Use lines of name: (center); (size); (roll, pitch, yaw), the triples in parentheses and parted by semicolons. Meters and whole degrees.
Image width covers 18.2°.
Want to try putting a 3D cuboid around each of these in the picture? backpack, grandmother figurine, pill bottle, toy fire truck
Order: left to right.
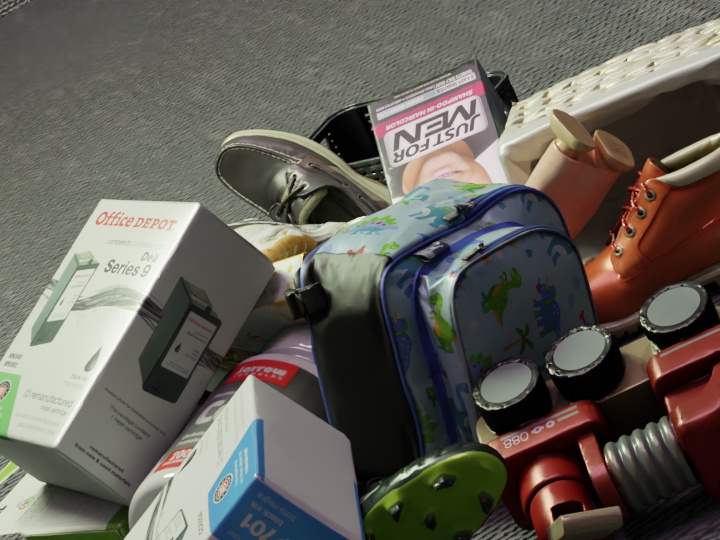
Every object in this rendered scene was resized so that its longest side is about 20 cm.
pill bottle: (-0.066, 0.129, 1.535); (0.113, 0.114, 0.200); (-13, 25, 32)
backpack: (0.075, 0.037, 1.499); (0.146, 0.184, 0.200); (3, 27, 39)
grandmother figurine: (0.121, -0.016, 1.632); (0.200, 0.121, 0.061); (-55, 19, 23)
toy fire truck: (0.162, 0.111, 1.328); (0.175, 0.129, 0.200); (-24, 35, 8)

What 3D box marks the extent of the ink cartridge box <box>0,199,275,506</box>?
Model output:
ink cartridge box: (-0.170, 0.052, 1.575); (0.146, 0.084, 0.201); (4, 60, 53)

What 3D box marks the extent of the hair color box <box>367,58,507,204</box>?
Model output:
hair color box: (0.078, -0.060, 1.756); (0.099, 0.061, 0.201); (-22, 53, 12)

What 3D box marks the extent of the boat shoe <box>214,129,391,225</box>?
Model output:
boat shoe: (-0.036, -0.057, 1.868); (0.199, 0.072, 0.065); (28, 24, 9)

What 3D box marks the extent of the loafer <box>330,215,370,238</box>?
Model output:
loafer: (0.000, 0.000, 1.682); (0.075, 0.069, 0.200); (8, -23, -6)

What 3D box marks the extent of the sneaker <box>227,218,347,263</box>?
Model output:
sneaker: (-0.061, -0.013, 1.755); (0.087, 0.076, 0.200); (18, 3, 23)

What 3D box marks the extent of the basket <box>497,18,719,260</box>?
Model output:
basket: (0.217, -0.089, 1.691); (0.199, 0.136, 0.123); (-22, 17, 13)

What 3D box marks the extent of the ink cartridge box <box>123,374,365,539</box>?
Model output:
ink cartridge box: (-0.090, 0.186, 1.356); (0.200, 0.086, 0.147); (-51, 16, 14)

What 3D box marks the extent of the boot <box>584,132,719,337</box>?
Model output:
boot: (0.199, -0.023, 1.593); (0.199, 0.108, 0.075); (-27, 22, 4)

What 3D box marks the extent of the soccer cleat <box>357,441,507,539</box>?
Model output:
soccer cleat: (0.016, 0.151, 1.366); (0.200, 0.067, 0.081); (-44, 29, 35)

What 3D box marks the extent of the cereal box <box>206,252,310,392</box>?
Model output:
cereal box: (-0.063, 0.049, 1.666); (0.199, 0.144, 0.040); (-19, 58, 41)

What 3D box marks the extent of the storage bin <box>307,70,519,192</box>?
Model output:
storage bin: (0.044, -0.088, 1.945); (0.199, 0.094, 0.135); (-9, 27, 37)

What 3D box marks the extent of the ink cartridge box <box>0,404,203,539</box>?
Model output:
ink cartridge box: (-0.190, 0.175, 1.631); (0.199, 0.076, 0.148); (-11, 27, 39)
